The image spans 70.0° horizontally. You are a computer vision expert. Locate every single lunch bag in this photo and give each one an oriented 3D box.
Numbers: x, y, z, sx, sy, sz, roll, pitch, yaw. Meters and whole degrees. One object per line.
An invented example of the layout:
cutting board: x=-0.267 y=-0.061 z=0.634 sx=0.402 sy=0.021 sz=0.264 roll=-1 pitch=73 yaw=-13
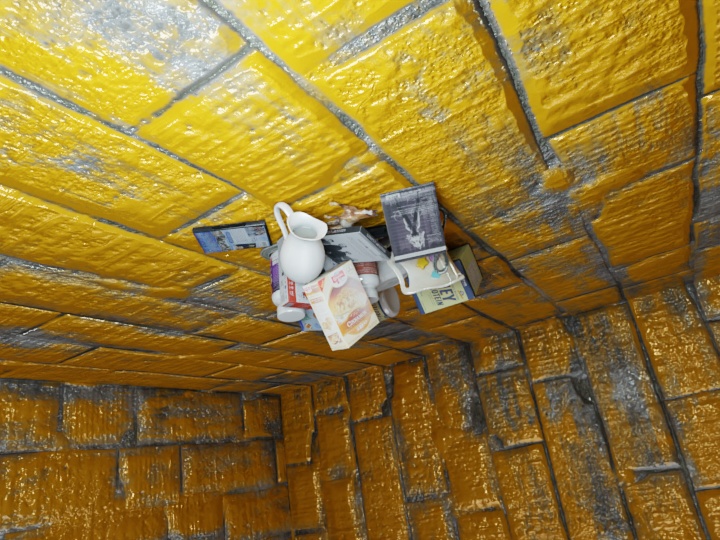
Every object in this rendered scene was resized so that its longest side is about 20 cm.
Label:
lunch bag: x=-0.098 y=0.100 z=1.655 sx=0.167 sy=0.201 sz=0.125 roll=-2 pitch=127 yaw=16

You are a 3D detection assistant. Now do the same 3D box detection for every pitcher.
pitcher: x=-0.167 y=-0.073 z=1.359 sx=0.121 sy=0.171 sz=0.201 roll=-35 pitch=156 yaw=-31

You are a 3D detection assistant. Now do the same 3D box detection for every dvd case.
dvd case: x=-0.356 y=-0.094 z=1.447 sx=0.197 sy=0.018 sz=0.143 roll=-7 pitch=158 yaw=-5
dvd case: x=-0.034 y=-0.067 z=1.412 sx=0.198 sy=0.025 sz=0.150 roll=-3 pitch=150 yaw=39
dvd case: x=0.145 y=-0.126 z=1.392 sx=0.146 sy=0.203 sz=0.016 roll=-12 pitch=-157 yaw=7

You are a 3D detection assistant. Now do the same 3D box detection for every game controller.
game controller: x=0.023 y=-0.109 z=1.481 sx=0.103 sy=0.043 sz=0.198 roll=-6 pitch=-175 yaw=44

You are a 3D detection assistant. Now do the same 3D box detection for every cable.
cable: x=0.216 y=-0.095 z=1.450 sx=0.096 sy=0.202 sz=0.050 roll=-23 pitch=-175 yaw=5

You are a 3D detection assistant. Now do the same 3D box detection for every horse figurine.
horse figurine: x=-0.054 y=-0.136 z=1.421 sx=0.131 sy=0.051 sz=0.200 roll=2 pitch=156 yaw=-28

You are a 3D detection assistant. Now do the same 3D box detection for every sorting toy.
sorting toy: x=0.177 y=-0.023 z=1.514 sx=0.178 sy=0.202 sz=0.107 roll=-27 pitch=173 yaw=2

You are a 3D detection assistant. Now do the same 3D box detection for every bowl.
bowl: x=0.086 y=0.011 z=1.755 sx=0.198 sy=0.075 sz=0.200 roll=-17 pitch=164 yaw=-30

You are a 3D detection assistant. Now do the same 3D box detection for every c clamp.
c clamp: x=-0.202 y=-0.057 z=1.595 sx=0.197 sy=0.027 sz=0.171 roll=-15 pitch=159 yaw=13

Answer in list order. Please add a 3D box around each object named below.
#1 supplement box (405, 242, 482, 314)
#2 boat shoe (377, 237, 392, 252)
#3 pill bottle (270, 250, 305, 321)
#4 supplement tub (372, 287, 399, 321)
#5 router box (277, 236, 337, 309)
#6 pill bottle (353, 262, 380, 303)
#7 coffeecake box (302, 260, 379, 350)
supplement box: x=0.289 y=0.026 z=1.744 sx=0.198 sy=0.136 sz=0.200 roll=-21 pitch=-170 yaw=27
boat shoe: x=0.132 y=-0.098 z=1.581 sx=0.198 sy=0.060 sz=0.072 roll=-21 pitch=156 yaw=25
pill bottle: x=-0.213 y=0.045 z=1.543 sx=0.110 sy=0.203 sz=0.112 roll=-6 pitch=153 yaw=-3
supplement tub: x=0.040 y=0.135 z=2.024 sx=0.198 sy=0.147 sz=0.144 roll=-21 pitch=156 yaw=28
router box: x=-0.149 y=0.010 z=1.497 sx=0.178 sy=0.203 sz=0.049 roll=8 pitch=155 yaw=-35
pill bottle: x=0.000 y=0.000 z=1.582 sx=0.110 sy=0.203 sz=0.112 roll=-8 pitch=159 yaw=-3
coffeecake box: x=-0.053 y=0.097 z=1.447 sx=0.073 sy=0.202 sz=0.153 roll=-17 pitch=-169 yaw=44
